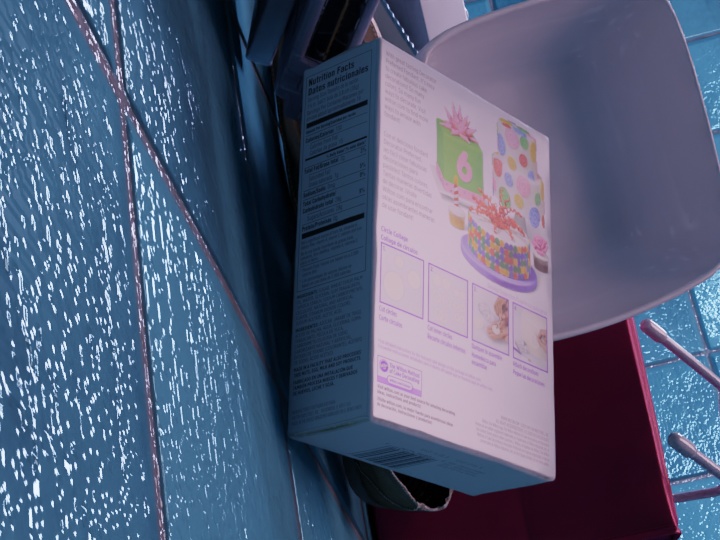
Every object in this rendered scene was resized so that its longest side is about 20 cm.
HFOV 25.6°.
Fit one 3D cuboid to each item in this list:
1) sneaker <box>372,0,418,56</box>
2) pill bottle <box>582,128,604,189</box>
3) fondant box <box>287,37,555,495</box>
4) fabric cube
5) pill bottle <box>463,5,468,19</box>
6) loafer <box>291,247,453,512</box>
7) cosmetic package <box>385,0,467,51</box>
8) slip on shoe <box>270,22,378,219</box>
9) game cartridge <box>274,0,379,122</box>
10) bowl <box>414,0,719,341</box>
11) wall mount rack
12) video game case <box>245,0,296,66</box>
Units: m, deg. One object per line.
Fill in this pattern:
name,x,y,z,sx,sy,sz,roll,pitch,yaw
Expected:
sneaker,-0.023,-0.183,1.159,0.201,0.081,0.077,56,0,-7
pill bottle,0.074,-0.056,1.111,0.110,0.199,0.110,-14,90,-74
fondant box,0.035,0.002,0.817,0.144,0.058,0.201,24,60,-42
fabric cube,0.110,0.134,1.120,0.196,0.199,0.200,71,9,-62
pill bottle,0.015,-0.273,1.342,0.201,0.110,0.111,60,-2,23
loafer,0.019,0.052,0.890,0.070,0.075,0.201,23,-44,51
cosmetic package,0.009,-0.215,1.230,0.150,0.052,0.201,22,-40,41
slip on shoe,-0.022,-0.115,1.003,0.061,0.075,0.201,82,6,-58
game cartridge,0.003,-0.193,0.848,0.134,0.041,0.201,-90,-160,-50
bowl,0.119,-0.064,0.982,0.075,0.199,0.201,-9,-82,63
wall mount rack,0.238,0.134,1.084,0.201,0.074,0.175,-92,174,-54
video game case,-0.023,-0.234,0.892,0.200,0.018,0.144,117,-16,-45
